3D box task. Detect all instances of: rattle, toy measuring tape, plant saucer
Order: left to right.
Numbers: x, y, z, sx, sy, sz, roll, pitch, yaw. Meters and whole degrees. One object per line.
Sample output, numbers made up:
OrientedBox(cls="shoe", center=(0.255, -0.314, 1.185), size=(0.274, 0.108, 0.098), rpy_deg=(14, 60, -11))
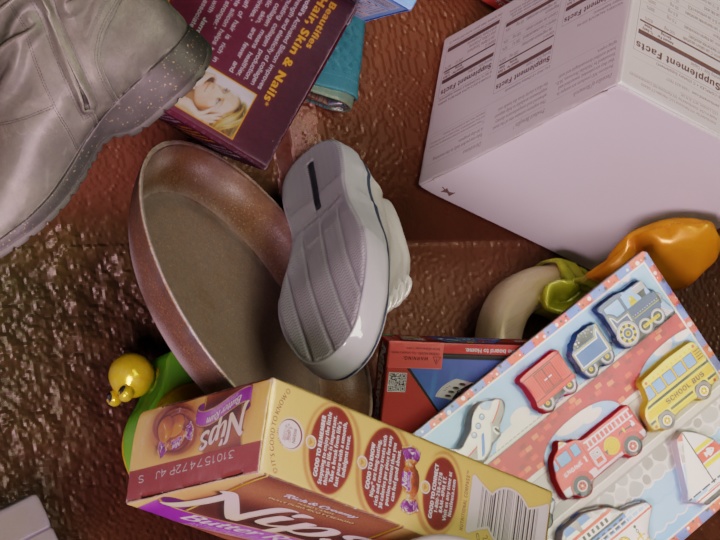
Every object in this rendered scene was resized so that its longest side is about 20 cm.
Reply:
OrientedBox(cls="toy measuring tape", center=(-0.070, 0.123, 1.493), size=(0.200, 0.074, 0.074), rpy_deg=(45, 55, -15))
OrientedBox(cls="plant saucer", center=(-0.067, 0.019, 1.505), size=(0.200, 0.032, 0.200), rpy_deg=(46, 25, -28))
OrientedBox(cls="rattle", center=(0.134, 0.074, 1.613), size=(0.200, 0.143, 0.130), rpy_deg=(-52, 125, -41))

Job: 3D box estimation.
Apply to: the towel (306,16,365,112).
OrientedBox(cls="towel", center=(-0.058, -0.205, 1.638), size=(0.146, 0.022, 0.200), rpy_deg=(16, 65, -30))

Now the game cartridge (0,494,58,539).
OrientedBox(cls="game cartridge", center=(-0.225, 0.207, 1.378), size=(0.200, 0.038, 0.130), rpy_deg=(-24, 86, -38))

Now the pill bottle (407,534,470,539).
OrientedBox(cls="pill bottle", center=(-0.005, 0.211, 1.425), size=(0.113, 0.200, 0.114), rpy_deg=(12, 69, -32))

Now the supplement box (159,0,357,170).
OrientedBox(cls="supplement box", center=(-0.119, -0.153, 1.509), size=(0.200, 0.086, 0.111), rpy_deg=(30, 86, -21))

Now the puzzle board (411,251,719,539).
OrientedBox(cls="puzzle board", center=(0.135, 0.106, 1.559), size=(0.200, 0.017, 0.151), rpy_deg=(-37, 97, -19))

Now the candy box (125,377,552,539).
OrientedBox(cls="candy box", center=(-0.010, 0.119, 1.427), size=(0.200, 0.117, 0.057), rpy_deg=(23, 65, -36))

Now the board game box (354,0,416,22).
OrientedBox(cls="board game box", center=(-0.063, -0.206, 1.523), size=(0.200, 0.151, 0.037), rpy_deg=(28, 88, -10))

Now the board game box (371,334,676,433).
OrientedBox(cls="board game box", center=(0.102, 0.092, 1.583), size=(0.200, 0.019, 0.103), rpy_deg=(2, 102, -20))

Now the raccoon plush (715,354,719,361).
OrientedBox(cls="raccoon plush", center=(0.298, 0.112, 1.769), size=(0.200, 0.097, 0.134), rpy_deg=(20, 45, -61))

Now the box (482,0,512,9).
OrientedBox(cls="box", center=(0.139, -0.213, 1.731), size=(0.200, 0.095, 0.100), rpy_deg=(29, 61, -25))

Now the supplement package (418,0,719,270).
OrientedBox(cls="supplement package", center=(0.161, -0.097, 1.642), size=(0.156, 0.200, 0.111), rpy_deg=(25, 62, -27))

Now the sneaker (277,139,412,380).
OrientedBox(cls="sneaker", center=(0.000, 0.000, 1.533), size=(0.071, 0.073, 0.200), rpy_deg=(41, 26, -27))

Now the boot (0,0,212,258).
OrientedBox(cls="boot", center=(-0.188, -0.101, 1.429), size=(0.200, 0.068, 0.131), rpy_deg=(-43, 111, 4))
